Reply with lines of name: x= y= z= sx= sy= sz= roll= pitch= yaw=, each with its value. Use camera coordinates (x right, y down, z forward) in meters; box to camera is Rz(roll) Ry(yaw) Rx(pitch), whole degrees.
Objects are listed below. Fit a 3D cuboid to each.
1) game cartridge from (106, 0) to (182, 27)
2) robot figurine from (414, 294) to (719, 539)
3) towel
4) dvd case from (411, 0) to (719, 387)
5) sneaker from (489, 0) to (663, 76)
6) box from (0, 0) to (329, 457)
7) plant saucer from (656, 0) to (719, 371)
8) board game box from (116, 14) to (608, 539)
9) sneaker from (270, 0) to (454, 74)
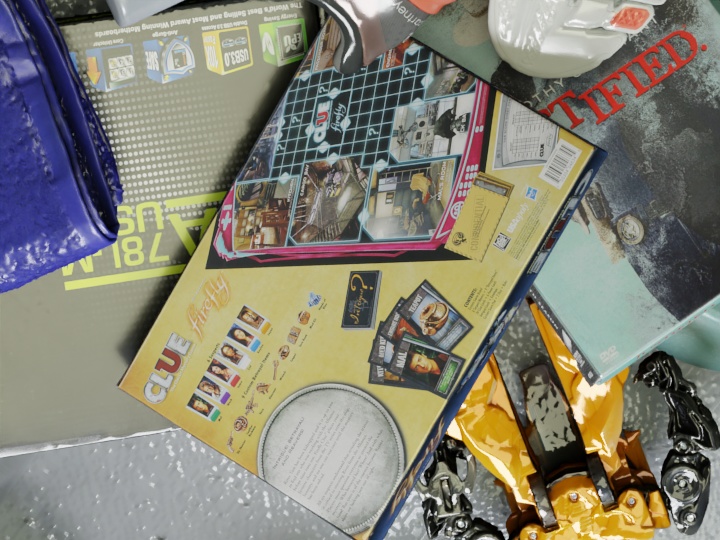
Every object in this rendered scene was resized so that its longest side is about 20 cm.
game cartridge: x=-0.088 y=-0.224 z=1.274 sx=0.133 sy=0.042 sz=0.201 roll=-26 pitch=97 yaw=-7
robot figurine: x=0.083 y=0.053 z=1.354 sx=0.144 sy=0.058 sz=0.201 roll=-19 pitch=103 yaw=7
towel: x=-0.206 y=-0.048 z=1.273 sx=0.199 sy=0.050 sz=0.148 roll=-22 pitch=88 yaw=24
dvd case: x=0.106 y=-0.069 z=1.304 sx=0.146 sy=0.022 sz=0.200 roll=-33 pitch=79 yaw=-8
sneaker: x=0.112 y=-0.180 z=1.282 sx=0.077 sy=0.082 sz=0.201 roll=22 pitch=98 yaw=-11
box: x=-0.101 y=-0.022 z=1.328 sx=0.199 sy=0.048 sz=0.194 roll=-8 pitch=99 yaw=-4
plant saucer: x=0.194 y=-0.044 z=1.362 sx=0.199 sy=0.036 sz=0.201 roll=-1 pitch=103 yaw=-6
board game box: x=0.000 y=0.000 z=1.277 sx=0.135 sy=0.035 sz=0.200 roll=32 pitch=95 yaw=13
sneaker: x=-0.053 y=-0.160 z=1.231 sx=0.200 sy=0.077 sz=0.082 roll=43 pitch=103 yaw=-1
